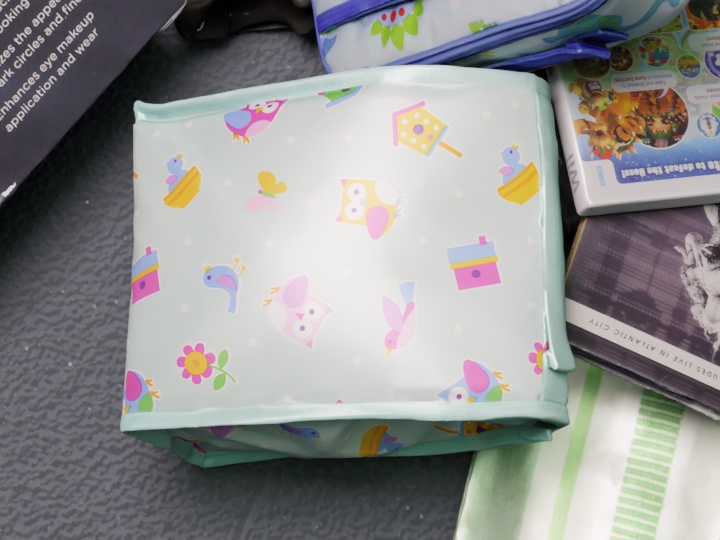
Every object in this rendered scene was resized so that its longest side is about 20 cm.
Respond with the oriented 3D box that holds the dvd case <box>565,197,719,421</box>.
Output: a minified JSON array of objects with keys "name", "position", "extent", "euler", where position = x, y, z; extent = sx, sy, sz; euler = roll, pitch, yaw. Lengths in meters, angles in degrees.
[{"name":"dvd case","position":[0.182,-0.025,1.007],"extent":[0.148,0.016,0.201],"euler":[24,67,-7]}]

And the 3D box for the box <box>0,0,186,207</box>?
[{"name":"box","position":[-0.225,-0.130,0.980],"extent":[0.197,0.200,0.117],"euler":[-50,34,-11]}]

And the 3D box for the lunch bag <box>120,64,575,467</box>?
[{"name":"lunch bag","position":[0.000,0.000,0.974],"extent":[0.199,0.122,0.171],"euler":[-5,74,17]}]

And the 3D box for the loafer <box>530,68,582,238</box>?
[{"name":"loafer","position":[0.107,-0.116,1.041],"extent":[0.070,0.068,0.201],"euler":[-5,74,2]}]

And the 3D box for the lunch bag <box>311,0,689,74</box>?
[{"name":"lunch bag","position":[0.059,-0.167,0.964],"extent":[0.082,0.200,0.162],"euler":[0,83,-42]}]

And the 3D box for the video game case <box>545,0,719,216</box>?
[{"name":"video game case","position":[0.151,-0.129,1.014],"extent":[0.143,0.018,0.201],"euler":[-6,73,-16]}]

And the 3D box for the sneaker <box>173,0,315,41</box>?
[{"name":"sneaker","position":[-0.096,-0.177,1.059],"extent":[0.199,0.077,0.112],"euler":[14,66,-1]}]

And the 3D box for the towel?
[{"name":"towel","position":[0.150,0.107,1.002],"extent":[0.199,0.023,0.153],"euler":[12,76,5]}]
